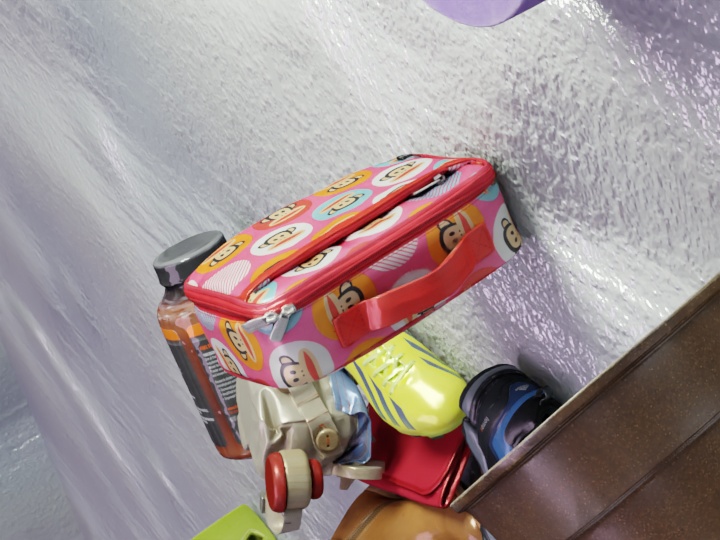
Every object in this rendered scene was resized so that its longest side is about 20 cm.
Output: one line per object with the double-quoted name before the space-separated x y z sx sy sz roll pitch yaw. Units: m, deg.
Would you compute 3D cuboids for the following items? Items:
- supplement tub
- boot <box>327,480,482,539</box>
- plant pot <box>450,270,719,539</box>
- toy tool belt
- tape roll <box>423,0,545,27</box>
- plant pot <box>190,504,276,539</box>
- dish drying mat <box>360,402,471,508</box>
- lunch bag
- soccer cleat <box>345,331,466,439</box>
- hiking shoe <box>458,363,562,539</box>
"supplement tub" -0.122 0.068 1.658 0.107 0.106 0.201 16 132 64
"boot" 0.030 0.232 1.424 0.077 0.155 0.200 49 169 -28
"plant pot" 0.181 0.130 0.882 0.199 0.200 0.200 51 160 8
"toy tool belt" -0.028 0.121 1.435 0.200 0.122 0.126 -115 25 -59
"tape roll" 0.056 -0.225 0.851 0.200 0.085 0.201 50 157 30
"plant pot" -0.146 0.441 2.143 0.181 0.198 0.201 35 148 39
"dish drying mat" 0.038 0.144 1.438 0.018 0.077 0.200 26 172 -19
"lunch bag" 0.000 0.000 1.131 0.176 0.199 0.082 13 131 61
"soccer cleat" 0.014 0.063 1.375 0.200 0.065 0.084 41 170 51
"hiking shoe" 0.125 0.165 1.230 0.087 0.074 0.201 23 138 62
